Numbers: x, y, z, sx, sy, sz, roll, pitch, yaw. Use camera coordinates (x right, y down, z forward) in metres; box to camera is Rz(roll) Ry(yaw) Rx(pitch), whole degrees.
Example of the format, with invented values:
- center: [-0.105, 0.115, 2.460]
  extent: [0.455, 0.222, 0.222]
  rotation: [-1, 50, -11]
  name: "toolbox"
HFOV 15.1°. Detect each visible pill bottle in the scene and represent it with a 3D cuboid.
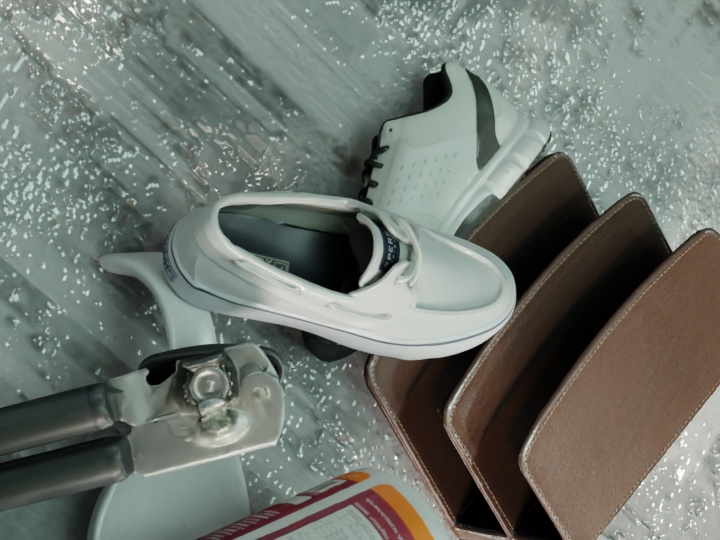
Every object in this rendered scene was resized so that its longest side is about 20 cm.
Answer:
- center: [-0.053, 0.181, 1.363]
  extent: [0.200, 0.109, 0.110]
  rotation: [-21, 102, -34]
  name: "pill bottle"

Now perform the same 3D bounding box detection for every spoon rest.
- center: [-0.100, 0.090, 1.399]
  extent: [0.099, 0.061, 0.201]
  rotation: [-4, 91, -38]
  name: "spoon rest"

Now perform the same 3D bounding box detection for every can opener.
- center: [-0.133, 0.079, 1.340]
  extent: [0.199, 0.067, 0.053]
  rotation: [-14, 100, 1]
  name: "can opener"

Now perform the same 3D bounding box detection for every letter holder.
- center: [0.115, 0.040, 1.535]
  extent: [0.200, 0.100, 0.142]
  rotation: [-47, 121, -29]
  name: "letter holder"

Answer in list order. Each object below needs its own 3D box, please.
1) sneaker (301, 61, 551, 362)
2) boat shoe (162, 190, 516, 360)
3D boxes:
- center: [0.021, -0.033, 1.502]
  extent: [0.080, 0.074, 0.200]
  rotation: [43, 60, -10]
  name: "sneaker"
- center: [0.000, 0.000, 1.399]
  extent: [0.199, 0.065, 0.074]
  rotation: [4, 68, -27]
  name: "boat shoe"
